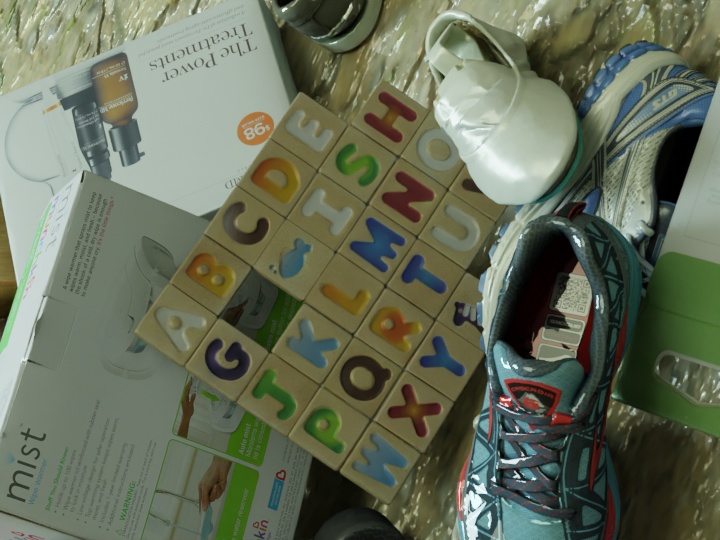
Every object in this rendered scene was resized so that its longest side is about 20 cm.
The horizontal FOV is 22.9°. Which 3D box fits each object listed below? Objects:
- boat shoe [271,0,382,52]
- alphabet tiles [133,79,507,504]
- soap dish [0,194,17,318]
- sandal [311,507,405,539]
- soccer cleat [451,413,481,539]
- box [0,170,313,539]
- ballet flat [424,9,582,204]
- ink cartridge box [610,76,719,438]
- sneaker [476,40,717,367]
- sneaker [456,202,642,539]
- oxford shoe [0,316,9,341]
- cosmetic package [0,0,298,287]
[{"bbox_3d":[-0.017,-0.243,1.131,0.072,0.060,0.202,-7,72,41],"label":"boat shoe"},{"bbox_3d":[0.000,0.000,0.978,0.200,0.167,0.008,-57,1,-15],"label":"alphabet tiles"},{"bbox_3d":[-0.285,0.007,1.242,0.200,0.157,0.081,-30,74,33],"label":"soap dish"},{"bbox_3d":[-0.045,0.218,1.002,0.200,0.076,0.043,-54,40,2],"label":"sandal"},{"bbox_3d":[0.073,0.165,0.893,0.070,0.086,0.200,-5,73,42],"label":"soccer cleat"},{"bbox_3d":[-0.117,0.074,0.997,0.097,0.176,0.200,-34,38,59],"label":"box"},{"bbox_3d":[0.065,-0.092,0.942,0.069,0.069,0.200,-53,18,17],"label":"ballet flat"},{"bbox_3d":[0.205,-0.014,0.847,0.104,0.059,0.200,19,90,46],"label":"ink cartridge box"},{"bbox_3d":[0.130,-0.017,0.911,0.085,0.077,0.200,30,98,40],"label":"sneaker"},{"bbox_3d":[0.078,0.065,0.821,0.079,0.096,0.200,4,79,19],"label":"sneaker"},{"bbox_3d":[-0.284,0.103,1.263,0.071,0.073,0.200,46,136,4],"label":"oxford shoe"},{"bbox_3d":[-0.133,-0.075,1.138,0.200,0.052,0.151,-22,61,7],"label":"cosmetic package"}]
